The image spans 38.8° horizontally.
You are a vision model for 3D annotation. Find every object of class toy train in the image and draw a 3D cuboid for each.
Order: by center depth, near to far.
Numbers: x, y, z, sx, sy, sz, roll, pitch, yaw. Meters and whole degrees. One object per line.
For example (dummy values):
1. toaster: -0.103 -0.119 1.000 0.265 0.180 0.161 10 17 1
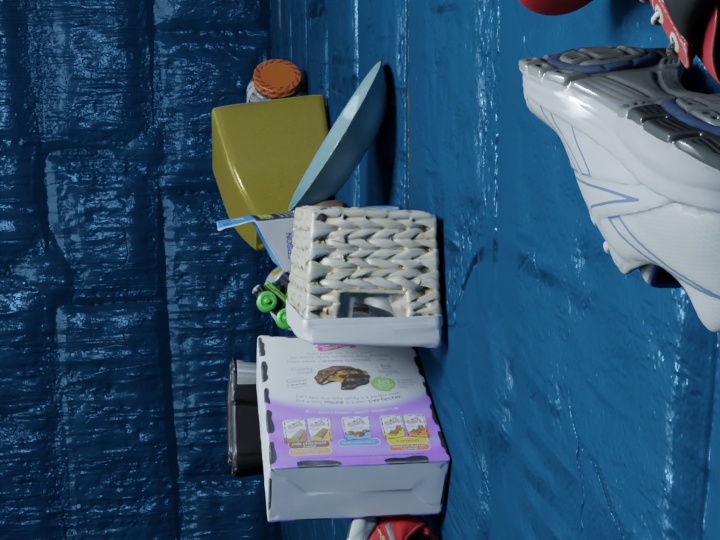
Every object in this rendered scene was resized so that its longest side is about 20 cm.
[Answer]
1. toy train: -0.035 0.075 1.143 0.056 0.200 0.042 -48 2 -8

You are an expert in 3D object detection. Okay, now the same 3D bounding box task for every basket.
1. basket: 0.000 0.000 1.003 0.200 0.134 0.125 -150 62 -80

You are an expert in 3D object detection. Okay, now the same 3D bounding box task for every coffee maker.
1. coffee maker: -0.058 0.195 1.202 0.135 0.198 0.193 98 167 -52

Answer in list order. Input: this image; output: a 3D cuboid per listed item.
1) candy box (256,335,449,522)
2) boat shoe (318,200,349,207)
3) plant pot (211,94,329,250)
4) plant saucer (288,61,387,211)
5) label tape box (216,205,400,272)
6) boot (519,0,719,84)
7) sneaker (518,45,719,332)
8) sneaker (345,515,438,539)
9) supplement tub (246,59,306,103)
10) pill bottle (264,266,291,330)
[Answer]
1. candy box: -0.015 0.148 1.014 0.201 0.166 0.072 -104 17 -56
2. boat shoe: -0.023 0.004 1.374 0.072 0.075 0.202 -117 16 -61
3. plant pot: -0.142 -0.151 1.737 0.195 0.194 0.202 104 155 -62
4. plant saucer: -0.016 -0.146 1.180 0.202 0.039 0.201 -55 10 15
5. label tape box: -0.061 -0.035 1.163 0.143 0.198 0.067 -154 57 -80
6. boot: 0.114 -0.122 0.420 0.200 0.072 0.146 127 139 -71
7. sneaker: 0.115 -0.044 0.432 0.200 0.074 0.088 -109 14 -64
8. sneaker: 0.037 0.255 1.009 0.200 0.084 0.078 -59 -19 -65
9. supplement tub: -0.172 -0.322 2.081 0.201 0.121 0.123 97 167 -51
10. pill bottle: -0.114 0.049 1.830 0.200 0.110 0.113 -144 53 -80
